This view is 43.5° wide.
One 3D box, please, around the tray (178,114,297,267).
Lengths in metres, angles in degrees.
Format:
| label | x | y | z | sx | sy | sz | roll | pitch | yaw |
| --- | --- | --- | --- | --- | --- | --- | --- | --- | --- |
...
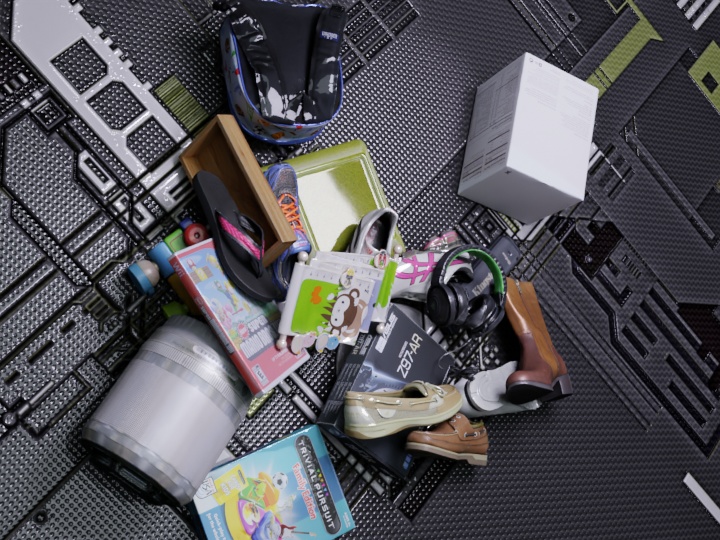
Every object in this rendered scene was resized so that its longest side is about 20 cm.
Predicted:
| label | x | y | z | sx | sy | sz | roll | pitch | yaw |
| --- | --- | --- | --- | --- | --- | --- | --- | --- | --- |
| tray | -0.169 | -0.101 | 1.234 | 0.037 | 0.098 | 0.202 | -12 | 70 | -54 |

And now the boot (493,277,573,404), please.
| label | x | y | z | sx | sy | sz | roll | pitch | yaw |
| --- | --- | --- | --- | --- | --- | --- | --- | --- | --- |
| boot | 0.250 | 0.098 | 1.380 | 0.187 | 0.068 | 0.203 | 5 | 63 | -48 |

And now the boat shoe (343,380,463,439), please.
| label | x | y | z | sx | sy | sz | roll | pitch | yaw |
| --- | --- | --- | --- | --- | --- | --- | --- | --- | --- |
| boat shoe | 0.062 | 0.180 | 1.246 | 0.198 | 0.073 | 0.064 | -8 | 98 | -33 |

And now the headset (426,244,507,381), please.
| label | x | y | z | sx | sy | sz | roll | pitch | yaw |
| --- | --- | --- | --- | --- | --- | --- | --- | --- | --- |
| headset | 0.160 | 0.060 | 1.324 | 0.122 | 0.094 | 0.203 | 19 | 78 | -24 |

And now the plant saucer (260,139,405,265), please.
| label | x | y | z | sx | sy | sz | roll | pitch | yaw |
| --- | --- | --- | --- | --- | --- | --- | --- | --- | --- |
| plant saucer | -0.034 | -0.089 | 1.348 | 0.198 | 0.048 | 0.202 | -20 | 87 | -28 |

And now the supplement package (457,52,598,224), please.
| label | x | y | z | sx | sy | sz | roll | pitch | yaw |
| --- | --- | --- | --- | --- | --- | --- | --- | --- | --- |
| supplement package | 0.271 | -0.209 | 1.463 | 0.150 | 0.150 | 0.203 | 20 | 70 | -21 |

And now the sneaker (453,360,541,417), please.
| label | x | y | z | sx | sy | sz | roll | pitch | yaw |
| --- | --- | --- | --- | --- | --- | --- | --- | --- | --- |
| sneaker | 0.204 | 0.189 | 1.389 | 0.198 | 0.080 | 0.077 | 7 | 59 | -44 |

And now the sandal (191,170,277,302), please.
| label | x | y | z | sx | sy | sz | roll | pitch | yaw |
| --- | --- | --- | --- | --- | --- | --- | --- | --- | --- |
| sandal | -0.159 | -0.051 | 1.171 | 0.075 | 0.045 | 0.202 | 2 | 58 | -62 |

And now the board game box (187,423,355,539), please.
| label | x | y | z | sx | sy | sz | roll | pitch | yaw |
| --- | --- | --- | --- | --- | --- | --- | --- | --- | --- |
| board game box | -0.123 | 0.316 | 1.212 | 0.198 | 0.047 | 0.153 | -20 | 87 | -28 |

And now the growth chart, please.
| label | x | y | z | sx | sy | sz | roll | pitch | yaw |
| --- | --- | --- | --- | --- | --- | --- | --- | --- | --- |
| growth chart | -0.027 | 0.038 | 1.197 | 0.198 | 0.018 | 0.147 | -2 | 105 | -43 |

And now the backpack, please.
| label | x | y | z | sx | sy | sz | roll | pitch | yaw |
| --- | --- | --- | --- | --- | --- | --- | --- | --- | --- |
| backpack | -0.115 | -0.279 | 1.297 | 0.197 | 0.154 | 0.193 | -3 | 71 | -20 |

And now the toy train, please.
| label | x | y | z | sx | sy | sz | roll | pitch | yaw |
| --- | --- | --- | --- | --- | --- | --- | --- | --- | --- |
| toy train | -0.215 | 0.041 | 1.219 | 0.115 | 0.085 | 0.201 | -37 | 96 | -16 |

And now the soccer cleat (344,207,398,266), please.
| label | x | y | z | sx | sy | sz | roll | pitch | yaw |
| --- | --- | --- | --- | --- | --- | --- | --- | --- | --- |
| soccer cleat | 0.000 | 0.000 | 1.269 | 0.068 | 0.085 | 0.202 | 28 | 71 | -12 |

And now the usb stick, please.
| label | x | y | z | sx | sy | sz | roll | pitch | yaw |
| --- | --- | --- | --- | --- | --- | --- | --- | --- | --- |
| usb stick | 0.187 | 0.021 | 1.437 | 0.056 | 0.033 | 0.200 | 48 | 63 | -7 |

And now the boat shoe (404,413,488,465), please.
| label | x | y | z | sx | sy | sz | roll | pitch | yaw |
| --- | --- | --- | --- | --- | --- | --- | --- | --- | --- |
| boat shoe | 0.123 | 0.239 | 1.304 | 0.199 | 0.071 | 0.069 | 26 | 70 | -57 |

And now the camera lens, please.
| label | x | y | z | sx | sy | sz | roll | pitch | yaw |
| --- | --- | --- | --- | --- | --- | --- | --- | --- | --- |
| camera lens | -0.235 | 0.178 | 1.127 | 0.159 | 0.160 | 0.201 | 38 | 65 | -12 |

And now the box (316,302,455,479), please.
| label | x | y | z | sx | sy | sz | roll | pitch | yaw |
| --- | --- | --- | --- | --- | --- | --- | --- | --- | --- |
| box | 0.042 | 0.173 | 1.303 | 0.160 | 0.043 | 0.202 | 42 | 62 | -30 |

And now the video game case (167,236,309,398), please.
| label | x | y | z | sx | sy | sz | roll | pitch | yaw |
| --- | --- | --- | --- | --- | --- | --- | --- | --- | --- |
| video game case | -0.149 | 0.051 | 1.140 | 0.201 | 0.017 | 0.143 | 57 | 24 | 0 |

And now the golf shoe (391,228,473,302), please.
| label | x | y | z | sx | sy | sz | roll | pitch | yaw |
| --- | --- | --- | --- | --- | --- | --- | --- | --- | --- |
| golf shoe | 0.090 | 0.012 | 1.363 | 0.198 | 0.073 | 0.093 | -26 | 79 | -27 |

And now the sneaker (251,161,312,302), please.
| label | x | y | z | sx | sy | sz | roll | pitch | yaw |
| --- | --- | --- | --- | --- | --- | --- | --- | --- | --- |
| sneaker | -0.100 | -0.050 | 1.256 | 0.075 | 0.078 | 0.203 | -15 | 109 | -42 |
